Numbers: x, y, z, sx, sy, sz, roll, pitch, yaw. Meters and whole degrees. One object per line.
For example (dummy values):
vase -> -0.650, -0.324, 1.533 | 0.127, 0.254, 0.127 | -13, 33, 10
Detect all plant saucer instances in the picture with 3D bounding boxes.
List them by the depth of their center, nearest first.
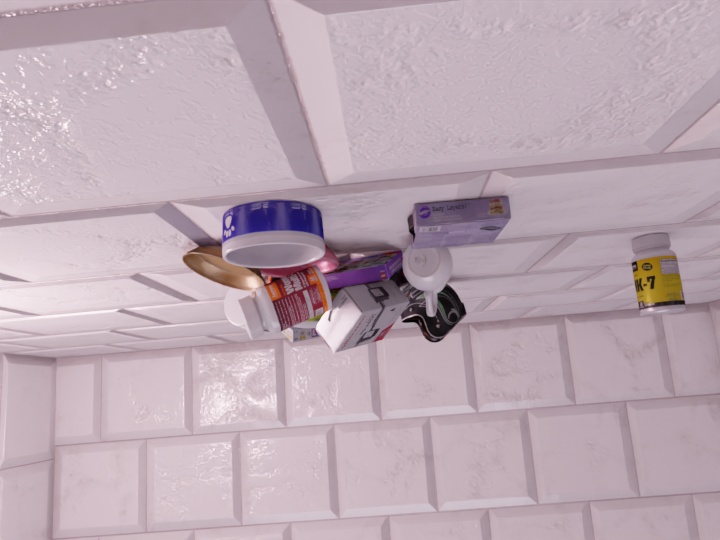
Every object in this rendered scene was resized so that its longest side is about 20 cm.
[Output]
plant saucer -> -0.305, -0.009, 1.316 | 0.194, 0.036, 0.201 | 14, 159, 5
plant saucer -> -0.148, -0.028, 1.368 | 0.194, 0.052, 0.201 | -4, 167, -1

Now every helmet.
helmet -> 0.234, 0.129, 1.918 | 0.200, 0.191, 0.200 | -42, 169, -10

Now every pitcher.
pitcher -> 0.167, 0.017, 1.398 | 0.117, 0.177, 0.200 | -2, 170, 14

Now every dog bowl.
dog bowl -> -0.167, -0.065, 1.110 | 0.194, 0.081, 0.200 | -5, 168, -1

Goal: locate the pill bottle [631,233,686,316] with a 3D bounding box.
pill bottle -> 0.787, 0.012, 1.541 | 0.111, 0.206, 0.114 | -5, 169, -1

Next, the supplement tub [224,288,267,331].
supplement tub -> -0.299, 0.109, 1.737 | 0.137, 0.145, 0.199 | -10, 168, 25

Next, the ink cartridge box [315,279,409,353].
ink cartridge box -> 0.007, 0.110, 1.414 | 0.197, 0.084, 0.147 | -8, 140, -51

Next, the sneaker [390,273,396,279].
sneaker -> 0.055, 0.017, 1.605 | 0.081, 0.073, 0.200 | -25, -176, -12

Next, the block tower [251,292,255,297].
block tower -> -0.224, 0.099, 1.656 | 0.053, 0.060, 0.197 | 17, -172, 40

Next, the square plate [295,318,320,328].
square plate -> -0.156, 0.115, 1.517 | 0.195, 0.029, 0.197 | 6, -171, -43

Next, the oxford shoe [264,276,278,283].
oxford shoe -> -0.173, 0.026, 1.614 | 0.195, 0.073, 0.072 | 8, -177, -32

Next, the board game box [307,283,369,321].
board game box -> -0.078, 0.068, 1.471 | 0.196, 0.049, 0.100 | -15, -159, -36

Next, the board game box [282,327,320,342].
board game box -> -0.126, 0.144, 1.602 | 0.195, 0.035, 0.134 | -7, -162, -31

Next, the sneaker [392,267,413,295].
sneaker -> 0.091, 0.058, 1.605 | 0.080, 0.203, 0.075 | 31, 174, 14

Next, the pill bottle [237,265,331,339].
pill bottle -> -0.170, 0.073, 1.305 | 0.196, 0.112, 0.110 | -22, 173, -16

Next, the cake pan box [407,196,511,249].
cake pan box -> 0.195, -0.093, 1.191 | 0.194, 0.054, 0.184 | -5, 166, 3

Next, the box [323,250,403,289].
box -> 0.000, 0.000, 1.457 | 0.195, 0.040, 0.137 | -10, -167, 25
